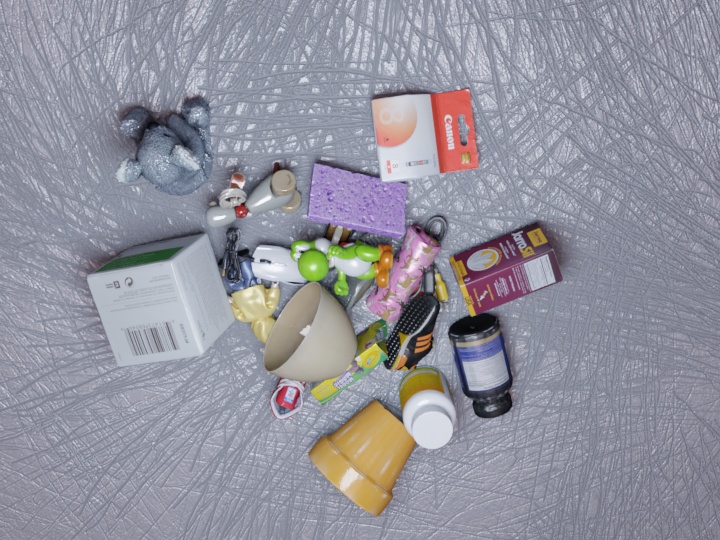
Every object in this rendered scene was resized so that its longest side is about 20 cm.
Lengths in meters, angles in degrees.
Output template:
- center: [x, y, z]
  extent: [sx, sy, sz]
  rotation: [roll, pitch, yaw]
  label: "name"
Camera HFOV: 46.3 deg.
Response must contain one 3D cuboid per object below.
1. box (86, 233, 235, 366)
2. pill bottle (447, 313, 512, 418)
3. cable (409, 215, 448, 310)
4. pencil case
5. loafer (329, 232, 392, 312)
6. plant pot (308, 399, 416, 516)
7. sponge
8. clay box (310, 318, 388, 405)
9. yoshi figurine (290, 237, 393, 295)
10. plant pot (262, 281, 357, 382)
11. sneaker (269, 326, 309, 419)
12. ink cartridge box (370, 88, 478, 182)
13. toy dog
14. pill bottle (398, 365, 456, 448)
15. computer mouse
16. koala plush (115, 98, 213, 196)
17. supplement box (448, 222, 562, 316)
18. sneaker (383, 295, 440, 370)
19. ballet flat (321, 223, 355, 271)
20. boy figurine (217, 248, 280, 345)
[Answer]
- center: [-0.389, 0.057, 1.667]
  extent: [0.197, 0.171, 0.202]
  rotation: [-9, 107, 19]
  label: "box"
- center: [0.258, 0.203, 1.777]
  extent: [0.111, 0.112, 0.202]
  rotation: [-15, 107, 3]
  label: "pill bottle"
- center: [0.138, -0.014, 1.759]
  extent: [0.096, 0.050, 0.202]
  rotation: [3, 95, 16]
  label: "cable"
- center: [0.085, 0.009, 1.711]
  extent: [0.083, 0.086, 0.201]
  rotation: [36, 109, 17]
  label: "pencil case"
- center: [0.000, 0.000, 1.737]
  extent: [0.075, 0.070, 0.201]
  rotation: [39, 107, 10]
  label: "loafer"
- center: [0.020, 0.384, 1.797]
  extent: [0.200, 0.200, 0.184]
  rotation: [41, 86, -12]
  label: "plant pot"
- center: [-0.005, -0.137, 1.670]
  extent: [0.198, 0.030, 0.113]
  rotation: [11, 71, -13]
  label: "sponge"
- center: [-0.014, 0.187, 1.765]
  extent: [0.199, 0.115, 0.048]
  rotation: [-36, 106, 10]
  label: "clay box"
- center: [-0.039, -0.009, 1.625]
  extent: [0.198, 0.112, 0.114]
  rotation: [7, 88, -3]
  label: "yoshi figurine"
- center: [-0.085, 0.143, 1.682]
  extent: [0.134, 0.201, 0.201]
  rotation: [33, 104, -21]
  label: "plant pot"
- center: [-0.137, 0.218, 1.772]
  extent: [0.071, 0.113, 0.202]
  rotation: [17, 106, -5]
  label: "sneaker"
- center: [0.127, -0.264, 1.652]
  extent: [0.198, 0.050, 0.164]
  rotation: [-7, 95, 4]
  label: "ink cartridge box"
- center: [-0.212, -0.157, 1.666]
  extent: [0.198, 0.097, 0.132]
  rotation: [-9, 151, -28]
  label: "toy dog"
- center: [0.140, 0.287, 1.752]
  extent: [0.110, 0.200, 0.112]
  rotation: [0, 107, -1]
  label: "pill bottle"
- center: [-0.181, -0.018, 1.701]
  extent: [0.198, 0.044, 0.111]
  rotation: [9, 85, -26]
  label: "computer mouse"
- center: [-0.365, -0.216, 1.593]
  extent: [0.176, 0.200, 0.186]
  rotation: [-10, 107, 1]
  label: "koala plush"
- center: [0.292, -0.003, 1.708]
  extent: [0.198, 0.111, 0.086]
  rotation: [-22, 123, 5]
  label: "supplement box"
- center: [0.124, 0.132, 1.766]
  extent: [0.089, 0.070, 0.201]
  rotation: [11, 125, -32]
  label: "sneaker"
- center: [-0.040, -0.085, 1.708]
  extent: [0.072, 0.073, 0.201]
  rotation: [21, 105, -7]
  label: "ballet flat"
- center: [-0.219, 0.057, 1.749]
  extent: [0.123, 0.064, 0.201]
  rotation: [-23, 106, 5]
  label: "boy figurine"
